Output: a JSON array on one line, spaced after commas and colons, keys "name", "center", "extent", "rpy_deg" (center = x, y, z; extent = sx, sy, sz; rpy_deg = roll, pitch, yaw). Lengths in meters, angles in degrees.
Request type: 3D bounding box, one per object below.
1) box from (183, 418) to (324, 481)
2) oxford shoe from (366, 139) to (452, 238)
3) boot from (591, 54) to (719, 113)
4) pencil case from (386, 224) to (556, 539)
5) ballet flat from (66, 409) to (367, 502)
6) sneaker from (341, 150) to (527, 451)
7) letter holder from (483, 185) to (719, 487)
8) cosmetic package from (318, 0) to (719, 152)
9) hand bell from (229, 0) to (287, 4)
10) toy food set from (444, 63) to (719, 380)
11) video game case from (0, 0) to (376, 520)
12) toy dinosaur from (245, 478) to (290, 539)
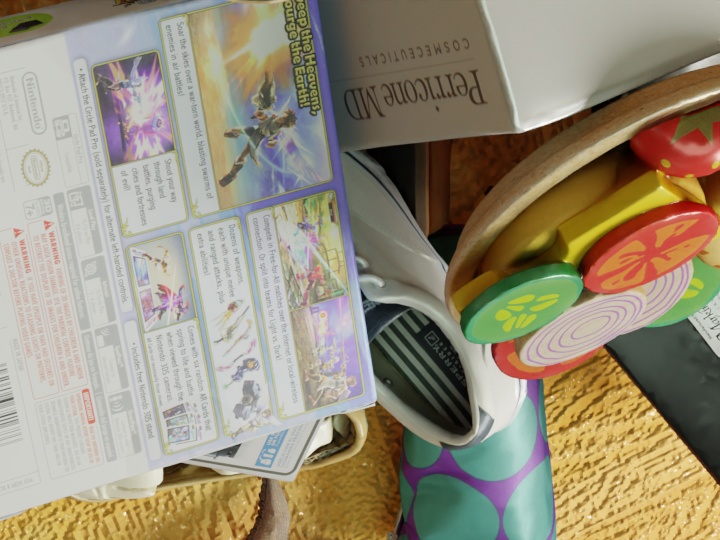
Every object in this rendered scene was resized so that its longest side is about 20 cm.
[{"name": "box", "center": [-0.120, 0.025, 1.040], "extent": [0.199, 0.117, 0.060], "rpy_deg": [13, 120, -25]}, {"name": "oxford shoe", "center": [0.040, -0.106, 1.069], "extent": [0.071, 0.071, 0.201], "rpy_deg": [-9, 117, -22]}, {"name": "boot", "center": [0.139, -0.131, 1.094], "extent": [0.200, 0.078, 0.138], "rpy_deg": [35, 104, -30]}, {"name": "pencil case", "center": [0.050, 0.078, 1.153], "extent": [0.092, 0.085, 0.201], "rpy_deg": [0, 118, 11]}, {"name": "ballet flat", "center": [-0.090, 0.080, 1.113], "extent": [0.199, 0.063, 0.069], "rpy_deg": [-10, 118, -16]}, {"name": "sneaker", "center": [0.000, 0.000, 1.042], "extent": [0.200, 0.071, 0.073], "rpy_deg": [43, 107, 2]}, {"name": "letter holder", "center": [0.167, 0.016, 1.123], "extent": [0.100, 0.142, 0.200], "rpy_deg": [-40, 111, 3]}, {"name": "cosmetic package", "center": [0.059, -0.170, 0.937], "extent": [0.164, 0.165, 0.201], "rpy_deg": [-22, 99, -26]}, {"name": "hand bell", "center": [-0.068, -0.159, 0.928], "extent": [0.103, 0.200, 0.105], "rpy_deg": [-1, 95, -17]}, {"name": "toy food set", "center": [0.125, -0.018, 0.948], "extent": [0.197, 0.049, 0.200], "rpy_deg": [-33, 156, 19]}, {"name": "video game case", "center": [-0.095, -0.015, 0.940], "extent": [0.180, 0.045, 0.201], "rpy_deg": [-15, 114, -16]}, {"name": "toy dinosaur", "center": [-0.057, 0.206, 1.181], "extent": [0.135, 0.086, 0.201], "rpy_deg": [-12, 113, -7]}]
